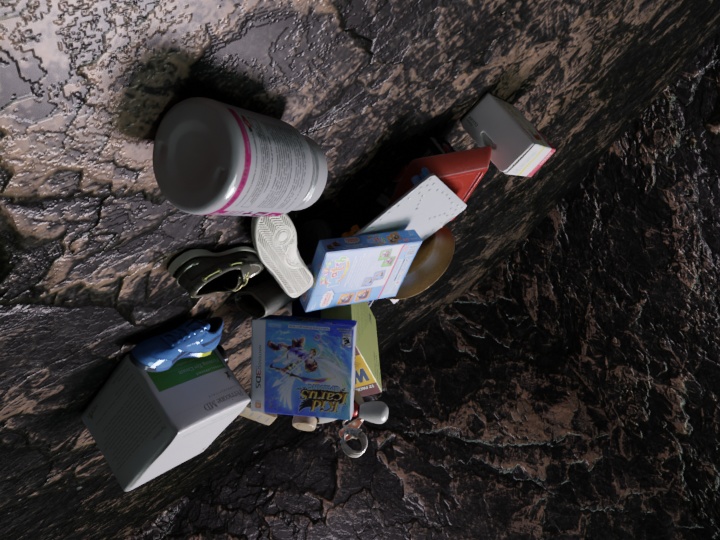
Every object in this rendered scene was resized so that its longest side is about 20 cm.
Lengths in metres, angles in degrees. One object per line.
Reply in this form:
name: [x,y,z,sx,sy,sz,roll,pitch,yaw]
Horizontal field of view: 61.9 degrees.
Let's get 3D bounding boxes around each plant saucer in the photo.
plant saucer: [0.146,-0.144,1.154,0.197,0.037,0.201,-16,152,-31]
plant saucer: [0.097,-0.033,1.236,0.199,0.201,0.035,-40,127,4]

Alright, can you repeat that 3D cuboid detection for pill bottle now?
pill bottle: [-0.123,-0.118,0.673,0.113,0.114,0.199,-44,165,21]

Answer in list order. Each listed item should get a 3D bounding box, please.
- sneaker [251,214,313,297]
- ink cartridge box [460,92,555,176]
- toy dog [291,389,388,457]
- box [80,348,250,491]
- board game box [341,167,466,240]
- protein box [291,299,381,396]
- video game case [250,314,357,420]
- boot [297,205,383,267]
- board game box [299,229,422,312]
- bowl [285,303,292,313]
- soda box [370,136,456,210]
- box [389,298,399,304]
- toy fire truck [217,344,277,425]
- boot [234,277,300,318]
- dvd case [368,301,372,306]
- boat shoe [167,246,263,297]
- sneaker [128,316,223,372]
sneaker: [-0.142,-0.042,0.981,0.074,0.085,0.202,-32,140,-15]
ink cartridge box: [0.307,-0.274,1.234,0.083,0.146,0.199,-46,165,26]
toy dog: [-0.048,0.289,1.213,0.133,0.198,0.097,-59,163,-23]
box: [-0.359,0.256,1.115,0.200,0.172,0.198,-45,165,26]
board game box: [0.084,-0.092,1.106,0.199,0.026,0.199,-38,156,16]
protein box: [-0.051,0.141,1.288,0.133,0.201,0.201,-15,136,11]
video game case: [-0.108,0.182,1.136,0.196,0.185,0.045,3,-169,5]
boot: [-0.027,-0.075,1.143,0.198,0.066,0.165,-23,172,-33]
board game box: [0.000,0.000,1.084,0.197,0.037,0.152,-9,141,-31]
bowl: [-0.066,0.054,1.452,0.199,0.075,0.199,-43,164,14]
soda box: [0.110,-0.171,1.197,0.063,0.071,0.200,-15,154,-52]
box: [0.086,-0.041,1.321,0.160,0.201,0.044,-39,127,4]
toy fire truck: [-0.295,0.284,1.308,0.128,0.201,0.177,-27,162,-38]
boot: [-0.115,0.034,1.148,0.180,0.074,0.199,0,-168,40]
dvd case: [0.038,0.010,1.508,0.201,0.024,0.152,120,-13,-56]
boat shoe: [-0.213,0.006,0.940,0.072,0.061,0.201,-44,165,20]
sneaker: [-0.314,0.118,1.044,0.079,0.066,0.199,-56,162,19]
